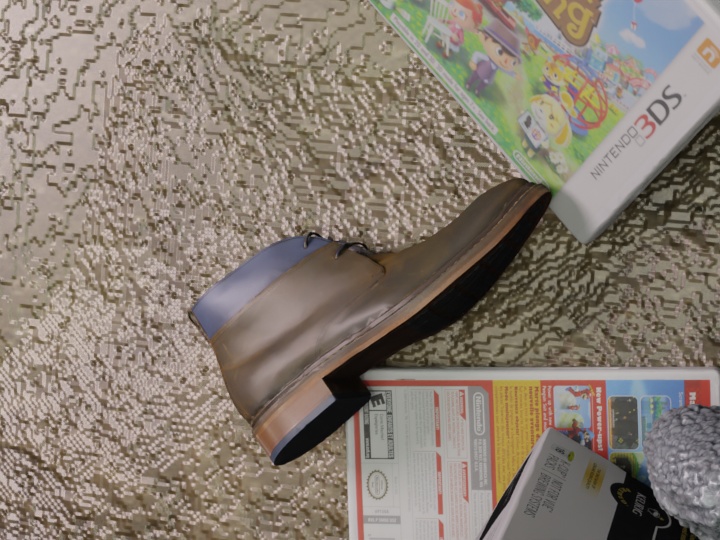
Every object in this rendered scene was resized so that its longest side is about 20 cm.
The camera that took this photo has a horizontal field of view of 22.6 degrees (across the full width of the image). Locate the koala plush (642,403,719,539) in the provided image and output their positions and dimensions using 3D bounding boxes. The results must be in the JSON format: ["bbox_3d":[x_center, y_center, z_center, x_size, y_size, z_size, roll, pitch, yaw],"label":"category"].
[{"bbox_3d":[0.265,0.088,0.773,0.184,0.200,0.177,48,71,-12],"label":"koala plush"}]

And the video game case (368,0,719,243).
[{"bbox_3d":[0.084,-0.129,0.863,0.200,0.022,0.182,50,149,8],"label":"video game case"}]

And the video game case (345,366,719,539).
[{"bbox_3d":[0.090,0.122,0.942,0.199,0.017,0.144,-1,94,17],"label":"video game case"}]

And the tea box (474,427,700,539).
[{"bbox_3d":[0.122,0.205,0.825,0.196,0.200,0.134,31,112,6],"label":"tea box"}]

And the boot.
[{"bbox_3d":[0.000,0.000,0.926,0.200,0.075,0.097,-42,74,7],"label":"boot"}]
